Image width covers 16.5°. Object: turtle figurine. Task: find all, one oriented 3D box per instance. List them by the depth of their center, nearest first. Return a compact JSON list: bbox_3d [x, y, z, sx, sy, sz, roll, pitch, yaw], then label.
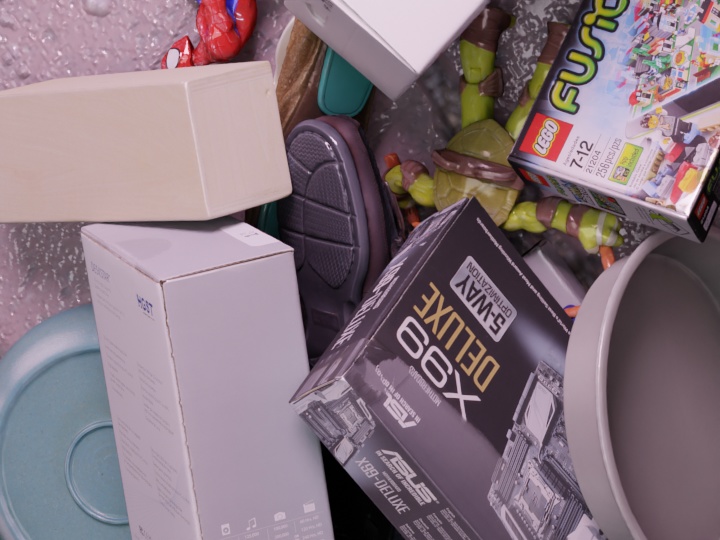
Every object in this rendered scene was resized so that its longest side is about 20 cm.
[{"bbox_3d":[0.064,-0.064,1.385,0.199,0.064,0.162,16,94,37],"label":"turtle figurine"}]

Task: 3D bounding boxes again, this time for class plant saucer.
[{"bbox_3d":[-0.145,0.119,1.505,0.199,0.027,0.202,3,103,13],"label":"plant saucer"}]

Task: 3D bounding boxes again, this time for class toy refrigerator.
[{"bbox_3d":[-0.128,-0.071,1.394,0.199,0.070,0.077,-1,103,47],"label":"toy refrigerator"}]

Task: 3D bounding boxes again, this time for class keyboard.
[{"bbox_3d":[-0.027,0.089,1.407,0.200,0.039,0.105,43,134,39],"label":"keyboard"}]

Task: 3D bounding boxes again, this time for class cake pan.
[{"bbox_3d":[0.175,0.076,1.340,0.037,0.200,0.202,-9,100,41],"label":"cake pan"}]

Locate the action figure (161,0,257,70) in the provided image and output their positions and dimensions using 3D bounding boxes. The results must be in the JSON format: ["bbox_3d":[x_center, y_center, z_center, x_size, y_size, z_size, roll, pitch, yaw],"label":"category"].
[{"bbox_3d":[-0.068,-0.197,1.401,0.099,0.065,0.200,35,106,-4],"label":"action figure"}]

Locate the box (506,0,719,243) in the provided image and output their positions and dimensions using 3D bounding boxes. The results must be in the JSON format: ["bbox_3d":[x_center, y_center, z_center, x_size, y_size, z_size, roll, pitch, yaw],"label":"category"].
[{"bbox_3d":[0.168,-0.123,1.311,0.110,0.035,0.201,19,77,28],"label":"box"}]

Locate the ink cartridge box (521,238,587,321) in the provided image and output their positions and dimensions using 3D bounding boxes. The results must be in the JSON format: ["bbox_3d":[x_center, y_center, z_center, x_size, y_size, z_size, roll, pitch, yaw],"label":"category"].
[{"bbox_3d":[0.127,0.090,1.427,0.095,0.037,0.200,-37,89,17],"label":"ink cartridge box"}]

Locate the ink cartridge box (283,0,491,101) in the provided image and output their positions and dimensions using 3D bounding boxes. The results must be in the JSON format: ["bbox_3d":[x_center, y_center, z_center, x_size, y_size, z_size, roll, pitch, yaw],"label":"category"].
[{"bbox_3d":[0.059,-0.193,1.294,0.086,0.146,0.200,41,86,-2],"label":"ink cartridge box"}]

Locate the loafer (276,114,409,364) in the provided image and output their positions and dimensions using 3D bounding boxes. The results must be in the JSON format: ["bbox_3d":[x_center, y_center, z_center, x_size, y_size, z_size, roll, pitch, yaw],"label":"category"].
[{"bbox_3d":[0.000,0.000,1.386,0.072,0.063,0.201,21,128,42],"label":"loafer"}]

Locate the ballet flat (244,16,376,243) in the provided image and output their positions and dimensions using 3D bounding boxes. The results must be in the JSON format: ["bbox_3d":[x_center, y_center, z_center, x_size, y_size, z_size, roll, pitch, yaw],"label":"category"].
[{"bbox_3d":[-0.032,-0.086,1.414,0.067,0.072,0.201,7,103,-34],"label":"ballet flat"}]

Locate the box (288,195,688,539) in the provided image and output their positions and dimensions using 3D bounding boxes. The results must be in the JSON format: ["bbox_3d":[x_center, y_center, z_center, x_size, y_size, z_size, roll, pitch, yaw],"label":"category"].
[{"bbox_3d":[0.072,0.086,1.320,0.050,0.158,0.200,-26,109,44],"label":"box"}]

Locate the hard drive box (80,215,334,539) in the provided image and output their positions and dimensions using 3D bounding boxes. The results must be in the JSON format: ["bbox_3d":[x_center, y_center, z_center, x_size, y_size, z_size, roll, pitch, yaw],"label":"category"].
[{"bbox_3d":[-0.082,0.078,1.345,0.076,0.156,0.202,-13,106,-19],"label":"hard drive box"}]
